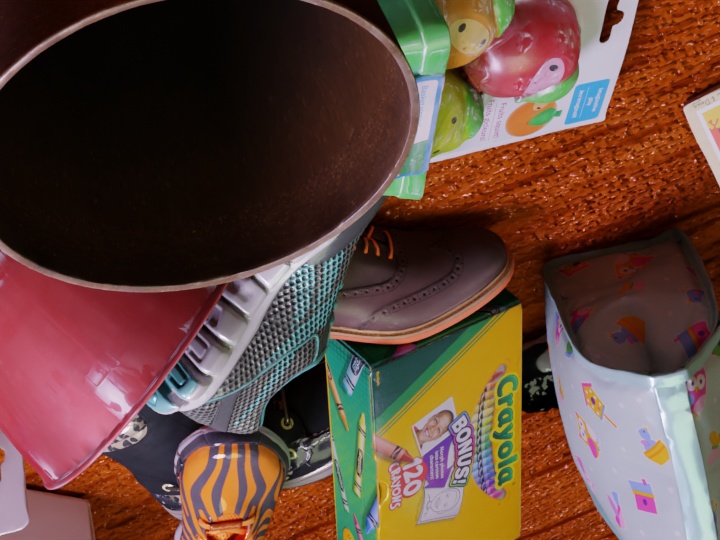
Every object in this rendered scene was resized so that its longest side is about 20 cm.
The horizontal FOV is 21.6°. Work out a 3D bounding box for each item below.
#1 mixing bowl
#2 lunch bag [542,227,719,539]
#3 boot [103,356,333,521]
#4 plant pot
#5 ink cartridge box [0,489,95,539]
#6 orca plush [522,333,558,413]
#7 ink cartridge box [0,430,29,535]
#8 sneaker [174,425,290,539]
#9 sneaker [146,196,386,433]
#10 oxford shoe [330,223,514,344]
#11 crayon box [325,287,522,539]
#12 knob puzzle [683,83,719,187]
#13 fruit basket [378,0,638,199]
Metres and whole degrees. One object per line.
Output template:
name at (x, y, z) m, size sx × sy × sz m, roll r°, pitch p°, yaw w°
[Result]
mixing bowl at (-0.153, 0.004, 1.021) m, size 0.108 × 0.201 × 0.200 m, roll 37°, pitch 128°, yaw -15°
lunch bag at (0.192, 0.091, 1.183) m, size 0.121 × 0.200 × 0.172 m, roll -15°, pitch 113°, yaw -1°
boot at (-0.088, 0.090, 1.248) m, size 0.203 × 0.074 × 0.154 m, roll -29°, pitch 141°, yaw 20°
plant pot at (-0.088, -0.126, 0.806) m, size 0.185 × 0.201 × 0.188 m, roll -11°, pitch 146°, yaw -7°
ink cartridge box at (-0.295, 0.262, 1.363) m, size 0.146 × 0.146 × 0.200 m, roll 14°, pitch 138°, yaw -36°
orca plush at (0.144, 0.076, 1.305) m, size 0.198 × 0.072 × 0.106 m, roll -7°, pitch 146°, yaw -8°
ink cartridge box at (-0.316, 0.127, 1.184) m, size 0.198 × 0.116 × 0.068 m, roll -17°, pitch 147°, yaw 4°
sneaker at (-0.083, 0.186, 1.225) m, size 0.077 × 0.113 × 0.201 m, roll -1°, pitch 144°, yaw -6°
sneaker at (-0.043, 0.010, 1.088) m, size 0.200 × 0.078 × 0.091 m, roll -50°, pitch 136°, yaw -1°
oxford shoe at (0.000, 0.000, 1.149) m, size 0.198 × 0.071 × 0.073 m, roll -13°, pitch 134°, yaw -11°
crayon box at (0.043, 0.109, 1.237) m, size 0.118 × 0.058 × 0.201 m, roll -22°, pitch 128°, yaw -26°
knob puzzle at (0.311, -0.049, 1.110) m, size 0.218 × 0.030 × 0.221 m, roll 4°, pitch 114°, yaw 8°
fruit basket at (0.059, -0.111, 0.981) m, size 0.198 × 0.094 × 0.186 m, roll -9°, pitch 145°, yaw -14°
